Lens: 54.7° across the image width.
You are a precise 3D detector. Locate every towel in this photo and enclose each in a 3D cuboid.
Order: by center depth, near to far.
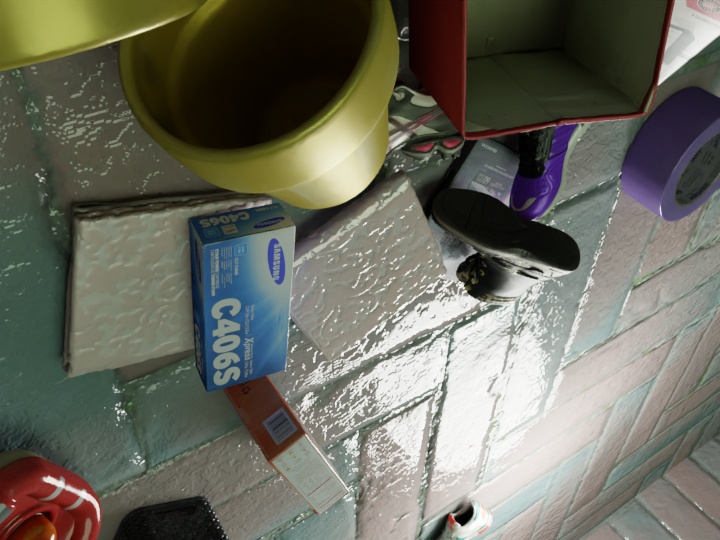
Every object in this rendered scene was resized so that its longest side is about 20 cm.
[{"bbox_3d":[-0.193,0.011,0.697,0.198,0.032,0.193,-11,131,-37],"label":"towel"},{"bbox_3d":[0.000,0.000,0.837,0.199,0.032,0.192,-37,139,-4],"label":"towel"}]

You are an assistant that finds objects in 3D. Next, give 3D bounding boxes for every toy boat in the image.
[{"bbox_3d":[-0.333,0.279,0.718,0.131,0.130,0.201,-46,157,-17],"label":"toy boat"}]

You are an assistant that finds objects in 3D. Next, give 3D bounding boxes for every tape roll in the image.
[{"bbox_3d":[0.524,-0.186,1.127,0.199,0.085,0.201,-25,140,-23],"label":"tape roll"}]

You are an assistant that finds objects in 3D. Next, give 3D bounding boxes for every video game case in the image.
[{"bbox_3d":[0.140,-0.078,0.930,0.142,0.019,0.201,11,116,-47],"label":"video game case"}]

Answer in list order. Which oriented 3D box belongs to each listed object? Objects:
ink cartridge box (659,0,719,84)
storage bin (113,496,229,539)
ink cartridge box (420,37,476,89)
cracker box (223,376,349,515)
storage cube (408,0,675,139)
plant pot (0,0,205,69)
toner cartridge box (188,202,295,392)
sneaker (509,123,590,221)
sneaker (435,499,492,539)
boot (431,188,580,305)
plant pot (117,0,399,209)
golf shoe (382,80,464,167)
[{"bbox_3d":[0.292,-0.283,0.695,0.085,0.145,0.200,-63,178,-4],"label":"ink cartridge box"},{"bbox_3d":[-0.277,0.425,0.963,0.134,0.094,0.201,5,121,-45],"label":"storage bin"},{"bbox_3d":[0.140,-0.243,0.745,0.108,0.050,0.201,-3,126,-41],"label":"ink cartridge box"},{"bbox_3d":[-0.094,0.218,0.900,0.057,0.134,0.201,-35,143,-11],"label":"cracker box"},{"bbox_3d":[0.141,-0.238,0.588,0.169,0.180,0.202,-9,124,-7],"label":"storage cube"},{"bbox_3d":[-0.194,-0.217,0.349,0.199,0.200,0.191,-24,123,-24],"label":"plant pot"},{"bbox_3d":[-0.122,0.032,0.715,0.094,0.043,0.202,-15,134,-25],"label":"toner cartridge box"},{"bbox_3d":[0.223,-0.163,0.876,0.099,0.069,0.202,22,93,-40],"label":"sneaker"},{"bbox_3d":[0.213,0.611,1.626,0.199,0.070,0.093,-42,125,1],"label":"sneaker"},{"bbox_3d":[0.163,-0.023,0.908,0.198,0.074,0.151,18,153,-10],"label":"boot"},{"bbox_3d":[-0.056,-0.143,0.558,0.201,0.201,0.189,-43,158,0],"label":"plant pot"},{"bbox_3d":[0.013,-0.147,0.704,0.198,0.077,0.089,-18,125,-22],"label":"golf shoe"}]
